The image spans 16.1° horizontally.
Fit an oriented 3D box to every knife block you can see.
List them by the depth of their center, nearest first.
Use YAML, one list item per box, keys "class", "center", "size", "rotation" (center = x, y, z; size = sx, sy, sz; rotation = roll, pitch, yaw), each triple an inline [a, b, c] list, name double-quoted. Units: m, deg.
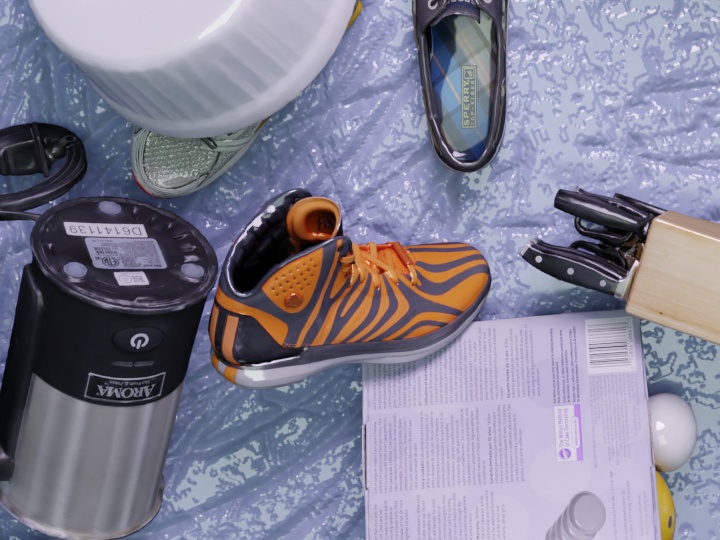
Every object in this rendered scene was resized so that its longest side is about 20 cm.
- class: "knife block"
  center: [0.204, 0.005, 1.579]
  size: [0.174, 0.200, 0.064]
  rotation: [10, 102, -30]

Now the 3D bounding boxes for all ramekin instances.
- class: "ramekin"
  center: [-0.109, -0.190, 1.543]
  size: [0.199, 0.098, 0.202]
  rotation: [-7, 71, 22]

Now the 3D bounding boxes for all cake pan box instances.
- class: "cake pan box"
  center: [0.093, 0.117, 1.598]
  size: [0.183, 0.052, 0.201]
  rotation: [-5, 56, 5]

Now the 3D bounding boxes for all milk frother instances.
- class: "milk frother"
  center: [-0.193, 0.032, 1.620]
  size: [0.179, 0.201, 0.189]
  rotation: [11, 124, -9]

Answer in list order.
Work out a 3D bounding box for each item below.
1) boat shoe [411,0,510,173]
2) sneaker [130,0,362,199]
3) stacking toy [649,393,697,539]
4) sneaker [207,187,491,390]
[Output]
- class: "boat shoe"
  center: [0.062, -0.159, 1.605]
  size: [0.069, 0.066, 0.202]
  rotation: [0, 100, 1]
- class: "sneaker"
  center: [-0.077, -0.128, 1.606]
  size: [0.078, 0.082, 0.200]
  rotation: [39, 99, -6]
- class: "stacking toy"
  center: [0.155, 0.166, 1.640]
  size: [0.146, 0.146, 0.201]
  rotation: [33, 84, -4]
- class: "sneaker"
  center: [0.000, 0.000, 1.582]
  size: [0.199, 0.078, 0.113]
  rotation: [-19, 136, -27]
